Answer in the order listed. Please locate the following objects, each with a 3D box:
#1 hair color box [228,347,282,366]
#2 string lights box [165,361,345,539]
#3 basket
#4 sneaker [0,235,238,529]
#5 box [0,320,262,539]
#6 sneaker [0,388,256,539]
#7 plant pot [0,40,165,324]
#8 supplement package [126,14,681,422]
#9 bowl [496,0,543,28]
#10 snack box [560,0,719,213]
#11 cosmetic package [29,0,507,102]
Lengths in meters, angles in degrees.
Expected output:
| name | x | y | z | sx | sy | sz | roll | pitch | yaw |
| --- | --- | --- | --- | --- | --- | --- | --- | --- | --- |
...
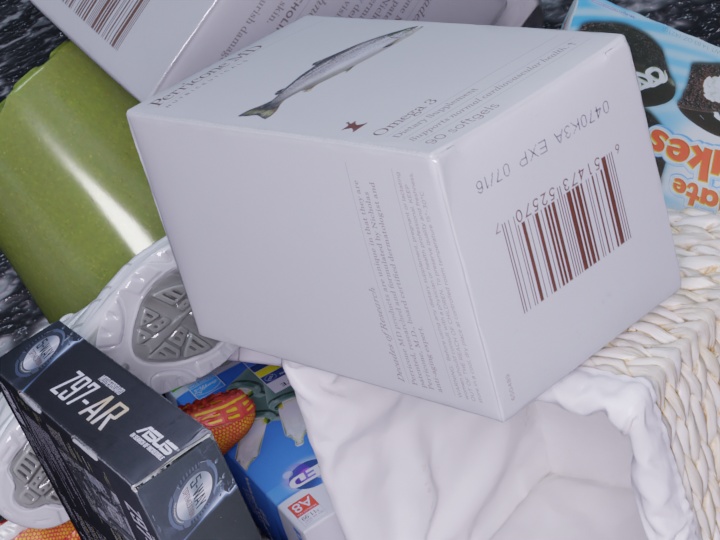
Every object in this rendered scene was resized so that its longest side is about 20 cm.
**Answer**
| name | x | y | z | sx | sy | sz | roll | pitch | yaw |
| --- | --- | --- | --- | --- | --- | --- | --- | --- | --- |
| hair color box | 0.000 | 0.000 | 1.001 | 0.199 | 0.110 | 0.065 | 6 | 8 | 10 |
| string lights box | -0.025 | 0.100 | 1.026 | 0.103 | 0.059 | 0.200 | -29 | 31 | -17 |
| basket | 0.103 | 0.086 | 0.842 | 0.198 | 0.200 | 0.161 | 8 | 35 | 41 |
| sneaker | -0.137 | 0.038 | 0.964 | 0.200 | 0.078 | 0.099 | -45 | 31 | -9 |
| box | -0.091 | 0.136 | 0.867 | 0.043 | 0.200 | 0.160 | -34 | 32 | -21 |
| sneaker | -0.133 | 0.135 | 0.997 | 0.200 | 0.077 | 0.073 | -37 | -2 | 10 |
| plant pot | -0.158 | -0.041 | 1.139 | 0.200 | 0.190 | 0.200 | -41 | 9 | 8 |
| supplement package | 0.015 | -0.031 | 0.764 | 0.117 | 0.118 | 0.200 | -34 | 29 | -33 |
| bowl | 0.059 | -0.145 | 1.252 | 0.200 | 0.075 | 0.200 | -53 | -6 | 2 |
| snack box | 0.185 | -0.055 | 0.918 | 0.200 | 0.037 | 0.116 | 22 | 57 | -2 |
| cosmetic package | -0.058 | -0.166 | 1.084 | 0.167 | 0.200 | 0.167 | 41 | 100 | 39 |
